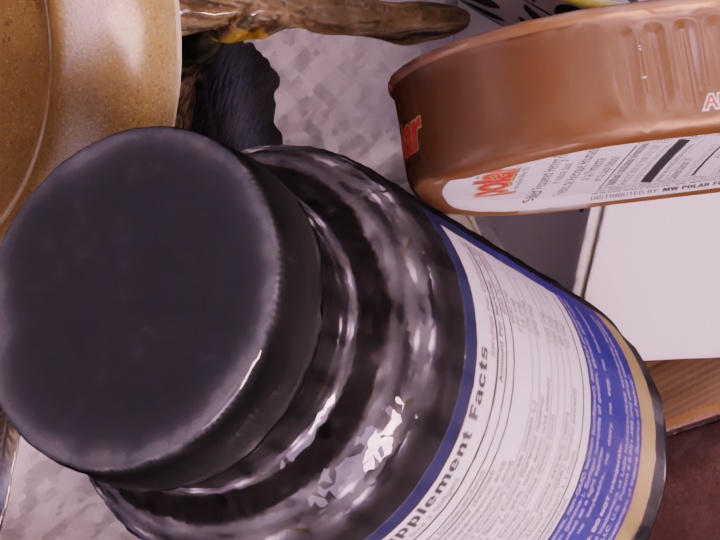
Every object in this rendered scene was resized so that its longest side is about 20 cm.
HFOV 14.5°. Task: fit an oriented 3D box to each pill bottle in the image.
[{"bbox_3d":[-0.006,0.032,0.744,0.112,0.112,0.200,-43,148,12],"label":"pill bottle"}]

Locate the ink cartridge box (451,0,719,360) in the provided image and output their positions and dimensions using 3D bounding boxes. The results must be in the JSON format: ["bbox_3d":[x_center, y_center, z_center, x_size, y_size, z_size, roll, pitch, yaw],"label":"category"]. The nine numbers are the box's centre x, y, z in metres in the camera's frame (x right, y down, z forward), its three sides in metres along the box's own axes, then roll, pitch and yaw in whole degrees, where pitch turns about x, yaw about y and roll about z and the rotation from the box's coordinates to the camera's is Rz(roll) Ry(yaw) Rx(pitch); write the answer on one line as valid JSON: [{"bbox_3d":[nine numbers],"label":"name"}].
[{"bbox_3d":[0.140,-0.047,0.907,0.200,0.146,0.084,-2,126,-16],"label":"ink cartridge box"}]

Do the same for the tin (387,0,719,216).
[{"bbox_3d":[0.108,-0.048,0.752,0.200,0.042,0.112,-8,168,-5],"label":"tin"}]

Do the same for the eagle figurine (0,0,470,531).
[{"bbox_3d":[-0.073,-0.015,0.834,0.151,0.152,0.200,-44,159,-39],"label":"eagle figurine"}]

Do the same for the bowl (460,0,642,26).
[{"bbox_3d":[0.076,-0.132,0.829,0.200,0.201,0.094,-8,153,-13],"label":"bowl"}]

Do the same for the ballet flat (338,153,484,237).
[{"bbox_3d":[0.000,0.000,0.944,0.200,0.067,0.071,14,108,-27],"label":"ballet flat"}]

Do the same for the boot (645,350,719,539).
[{"bbox_3d":[0.071,0.114,0.858,0.200,0.166,0.072,-34,146,3],"label":"boot"}]

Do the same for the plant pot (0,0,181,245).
[{"bbox_3d":[-0.140,-0.071,0.755,0.200,0.027,0.200,10,113,25],"label":"plant pot"}]
